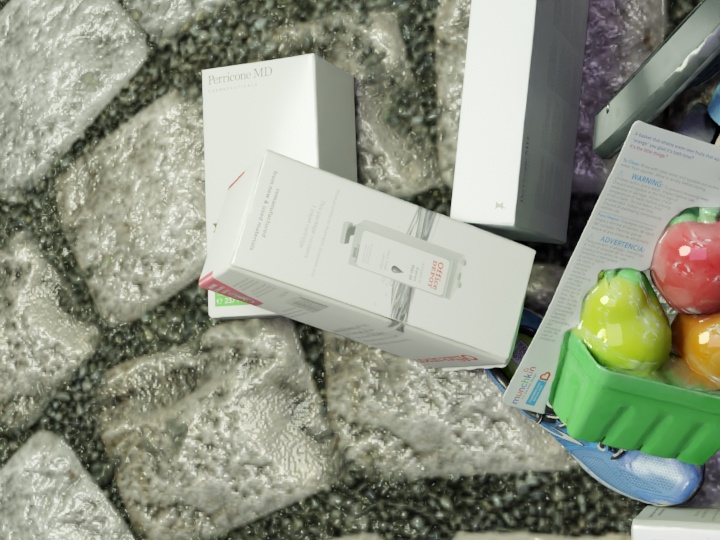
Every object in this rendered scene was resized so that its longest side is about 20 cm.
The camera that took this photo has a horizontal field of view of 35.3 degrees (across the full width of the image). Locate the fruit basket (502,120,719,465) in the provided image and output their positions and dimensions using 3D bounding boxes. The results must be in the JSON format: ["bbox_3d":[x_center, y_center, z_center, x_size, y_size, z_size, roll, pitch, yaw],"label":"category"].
[{"bbox_3d":[0.205,0.018,0.720,0.184,0.094,0.202,13,108,-19],"label":"fruit basket"}]

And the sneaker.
[{"bbox_3d":[0.157,0.101,0.817,0.199,0.089,0.079,37,100,17],"label":"sneaker"}]

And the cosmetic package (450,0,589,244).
[{"bbox_3d":[0.118,-0.126,0.813,0.051,0.151,0.202,5,88,21],"label":"cosmetic package"}]

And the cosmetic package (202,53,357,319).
[{"bbox_3d":[-0.063,-0.064,0.917,0.107,0.085,0.202,-5,86,22],"label":"cosmetic package"}]

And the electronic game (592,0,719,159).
[{"bbox_3d":[0.227,-0.151,0.747,0.042,0.200,0.200,42,102,2],"label":"electronic game"}]

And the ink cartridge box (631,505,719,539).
[{"bbox_3d":[0.288,0.240,0.759,0.198,0.083,0.148,-1,87,22],"label":"ink cartridge box"}]

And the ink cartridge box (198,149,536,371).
[{"bbox_3d":[0.000,0.000,0.788,0.198,0.146,0.083,19,79,-14],"label":"ink cartridge box"}]

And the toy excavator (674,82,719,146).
[{"bbox_3d":[0.312,-0.152,0.757,0.100,0.194,0.201,33,127,20],"label":"toy excavator"}]
